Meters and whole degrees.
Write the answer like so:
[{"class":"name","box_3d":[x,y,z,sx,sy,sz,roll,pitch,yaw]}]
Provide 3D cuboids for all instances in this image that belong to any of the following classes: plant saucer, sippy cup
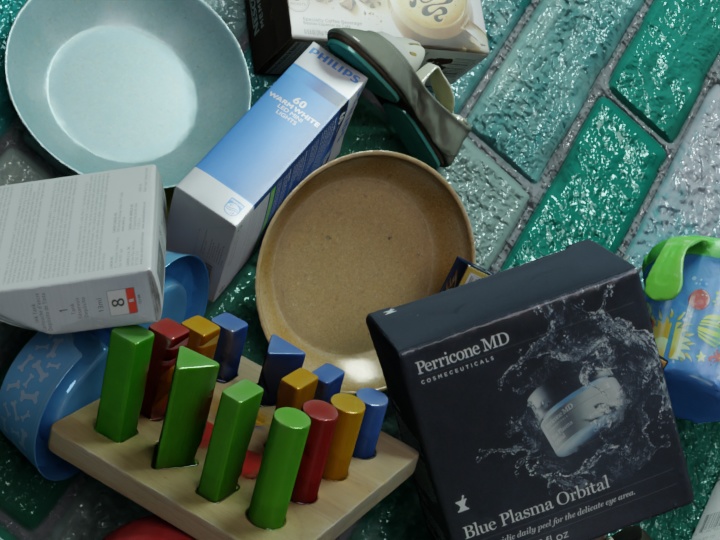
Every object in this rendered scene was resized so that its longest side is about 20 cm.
[{"class":"plant saucer","box_3d":[0.000,0.000,1.227,0.198,0.035,0.203,-7,105,-25]},{"class":"plant saucer","box_3d":[-0.187,-0.148,1.209,0.199,0.039,0.203,8,65,-18]},{"class":"sippy cup","box_3d":[0.304,0.059,1.348,0.177,0.140,0.131,30,63,-12]}]

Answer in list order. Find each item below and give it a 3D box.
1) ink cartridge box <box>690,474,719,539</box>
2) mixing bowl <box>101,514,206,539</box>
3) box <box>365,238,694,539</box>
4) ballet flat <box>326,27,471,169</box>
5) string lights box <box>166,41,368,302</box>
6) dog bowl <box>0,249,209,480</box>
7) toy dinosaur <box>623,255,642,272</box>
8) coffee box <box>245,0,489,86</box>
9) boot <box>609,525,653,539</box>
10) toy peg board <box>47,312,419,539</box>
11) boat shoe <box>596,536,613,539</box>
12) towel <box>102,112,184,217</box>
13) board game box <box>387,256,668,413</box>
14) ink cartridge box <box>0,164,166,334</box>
[{"class":"ink cartridge box","box_3d":[0.381,0.209,1.328,0.083,0.146,0.201,40,59,-11]},{"class":"mixing bowl","box_3d":[-0.124,0.241,1.038,0.199,0.200,0.109,30,39,-16]},{"class":"box","box_3d":[0.131,0.107,1.171,0.195,0.117,0.202,-19,105,-7]},{"class":"ballet flat","box_3d":[0.036,-0.161,1.278,0.064,0.067,0.200,-54,140,-9]},{"class":"string lights box","box_3d":[-0.076,-0.080,1.197,0.059,0.103,0.200,32,52,7]},{"class":"dog bowl","box_3d":[-0.189,0.060,1.103,0.049,0.112,0.200,25,56,21]},{"class":"toy dinosaur","box_3d":[0.143,0.042,1.313,0.198,0.077,0.103,4,70,1]},{"class":"coffee box","box_3d":[0.004,-0.233,1.324,0.198,0.080,0.114,1,73,-28]},{"class":"boot","box_3d":[0.232,0.332,1.251,0.138,0.077,0.200,46,59,-12]},{"class":"toy peg board","box_3d":[-0.076,0.094,1.060,0.199,0.099,0.199,26,27,21]},{"class":"boat shoe","box_3d":[0.126,0.240,1.228,0.199,0.072,0.060,-18,75,-36]},{"class":"towel","box_3d":[-0.193,-0.034,1.185,0.086,0.018,0.201,43,58,-9]},{"class":"board game box","box_3d":[0.138,0.092,1.248,0.199,0.035,0.136,25,96,-16]},{"class":"ink cartridge box","box_3d":[-0.237,-0.007,1.063,0.198,0.051,0.163,-10,30,0]}]
